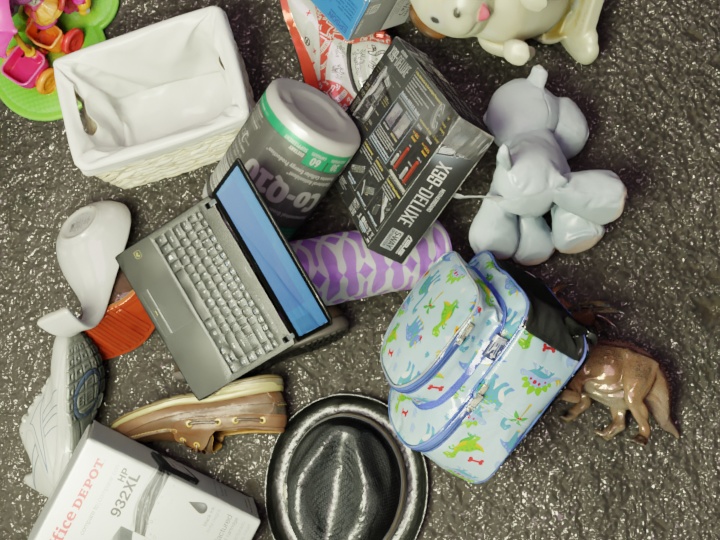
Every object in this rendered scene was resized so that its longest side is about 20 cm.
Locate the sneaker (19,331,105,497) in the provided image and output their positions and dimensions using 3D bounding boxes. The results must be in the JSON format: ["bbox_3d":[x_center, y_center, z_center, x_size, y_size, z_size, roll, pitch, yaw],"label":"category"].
[{"bbox_3d":[-0.333,0.161,1.081,0.086,0.074,0.202,9,98,17],"label":"sneaker"}]

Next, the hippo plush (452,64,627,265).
[{"bbox_3d":[0.168,-0.112,1.042,0.199,0.159,0.162,16,51,-28],"label":"hippo plush"}]

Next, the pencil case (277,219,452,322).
[{"bbox_3d":[0.000,0.000,1.042,0.198,0.084,0.086,-11,107,-14],"label":"pencil case"}]

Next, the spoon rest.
[{"bbox_3d":[-0.302,-0.002,1.087,0.099,0.061,0.201,-20,40,18],"label":"spoon rest"}]

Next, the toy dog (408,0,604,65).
[{"bbox_3d":[0.147,-0.304,1.037,0.198,0.140,0.195,-13,58,-24],"label":"toy dog"}]

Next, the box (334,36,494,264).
[{"bbox_3d":[0.039,-0.128,1.013,0.050,0.200,0.158,23,113,-31],"label":"box"}]

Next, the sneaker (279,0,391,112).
[{"bbox_3d":[-0.025,-0.269,1.119,0.107,0.067,0.203,-17,84,4],"label":"sneaker"}]

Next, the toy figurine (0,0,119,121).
[{"bbox_3d":[-0.371,-0.287,1.106,0.150,0.184,0.201,33,87,10],"label":"toy figurine"}]

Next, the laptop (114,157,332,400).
[{"bbox_3d":[-0.140,0.017,0.971,0.199,0.103,0.178,-30,89,13],"label":"laptop"}]

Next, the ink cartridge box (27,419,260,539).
[{"bbox_3d":[-0.226,0.270,1.026,0.199,0.084,0.146,29,87,-12],"label":"ink cartridge box"}]

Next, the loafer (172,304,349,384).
[{"bbox_3d":[-0.113,0.071,1.085,0.198,0.073,0.072,-19,76,-5],"label":"loafer"}]

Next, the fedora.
[{"bbox_3d":[-0.020,0.230,1.033,0.199,0.092,0.203,-1,82,7],"label":"fedora"}]

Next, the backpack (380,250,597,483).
[{"bbox_3d":[0.104,0.090,0.983,0.146,0.183,0.201,27,103,-18],"label":"backpack"}]

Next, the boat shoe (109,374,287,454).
[{"bbox_3d":[-0.175,0.166,1.073,0.198,0.072,0.068,-14,79,3],"label":"boat shoe"}]

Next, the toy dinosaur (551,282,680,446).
[{"bbox_3d":[0.260,0.099,1.024,0.199,0.086,0.136,25,78,4],"label":"toy dinosaur"}]

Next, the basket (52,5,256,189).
[{"bbox_3d":[-0.217,-0.185,1.102,0.198,0.123,0.137,-17,80,4],"label":"basket"}]

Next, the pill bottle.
[{"bbox_3d":[-0.097,-0.092,1.046,0.113,0.113,0.200,44,119,11],"label":"pill bottle"}]

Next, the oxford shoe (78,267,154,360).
[{"bbox_3d":[-0.260,0.033,1.118,0.199,0.071,0.073,-34,45,9],"label":"oxford shoe"}]

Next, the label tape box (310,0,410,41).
[{"bbox_3d":[0.020,-0.347,1.108,0.199,0.063,0.144,-29,72,-39],"label":"label tape box"}]
